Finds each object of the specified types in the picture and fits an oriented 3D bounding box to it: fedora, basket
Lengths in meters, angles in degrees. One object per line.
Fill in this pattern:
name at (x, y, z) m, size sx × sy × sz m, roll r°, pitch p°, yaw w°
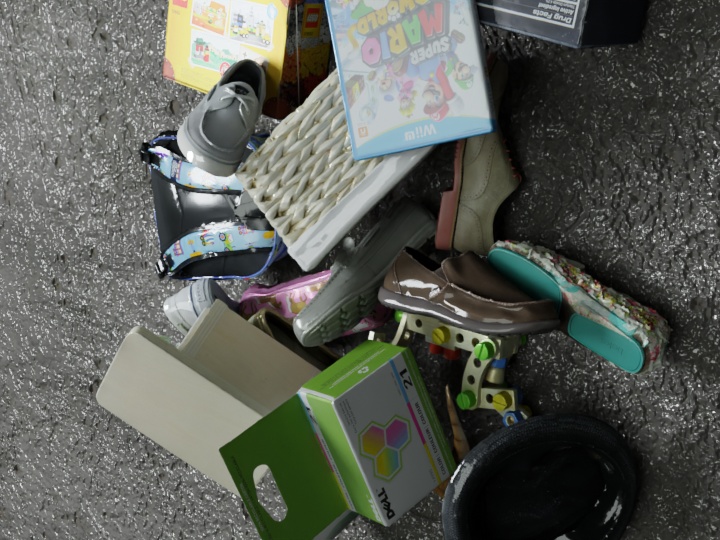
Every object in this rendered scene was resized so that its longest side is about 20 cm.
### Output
fedora at (0.168, 0.213, 1.051) m, size 0.092 × 0.196 × 0.205 m, roll -121°, pitch 33°, yaw -71°
basket at (-0.017, -0.118, 1.074) m, size 0.200 × 0.136 × 0.124 m, roll -44°, pitch 91°, yaw 12°

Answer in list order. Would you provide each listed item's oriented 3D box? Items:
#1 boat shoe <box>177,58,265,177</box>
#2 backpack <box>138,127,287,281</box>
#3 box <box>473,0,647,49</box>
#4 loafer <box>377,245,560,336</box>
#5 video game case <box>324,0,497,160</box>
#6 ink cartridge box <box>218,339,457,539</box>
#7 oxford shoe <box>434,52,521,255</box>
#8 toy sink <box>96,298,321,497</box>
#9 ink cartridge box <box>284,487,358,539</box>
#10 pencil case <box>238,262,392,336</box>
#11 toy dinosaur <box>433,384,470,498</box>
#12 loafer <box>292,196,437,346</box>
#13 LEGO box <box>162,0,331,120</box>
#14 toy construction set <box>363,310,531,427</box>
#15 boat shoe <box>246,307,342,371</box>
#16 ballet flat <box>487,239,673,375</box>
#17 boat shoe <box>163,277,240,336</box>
boat shoe at (-0.132, -0.162, 1.093) m, size 0.071 × 0.201 × 0.069 m, roll 31°, pitch 117°, yaw -6°
backpack at (-0.146, -0.081, 1.246) m, size 0.197 × 0.133 × 0.186 m, roll 0°, pitch 101°, yaw 40°
box at (0.158, -0.317, 0.944) m, size 0.198 × 0.122 × 0.202 m, roll 24°, pitch 114°, yaw 35°
loafer at (0.101, 0.017, 1.031) m, size 0.197 × 0.073 × 0.072 m, roll 13°, pitch 96°, yaw 34°
video game case at (0.039, -0.212, 0.959) m, size 0.141 × 0.018 × 0.204 m, roll -8°, pitch 95°, yaw 27°
ink cartridge box at (-0.018, 0.185, 1.046) m, size 0.075 × 0.199 × 0.150 m, roll 5°, pitch 123°, yaw 55°
oxford shoe at (0.128, -0.113, 1.069) m, size 0.073 × 0.071 × 0.204 m, roll 13°, pitch 110°, yaw 8°
toy sink at (-0.160, 0.123, 1.146) m, size 0.198 × 0.113 × 0.131 m, roll 33°, pitch 128°, yaw -4°
ink cartridge box at (-0.029, 0.260, 1.187) m, size 0.050 × 0.199 × 0.162 m, roll 41°, pitch 124°, yaw 10°
pencil case at (-0.055, 0.040, 1.234) m, size 0.198 × 0.082 × 0.088 m, roll -16°, pitch 88°, yaw 41°
toy dinosaur at (0.101, 0.212, 1.122) m, size 0.105 × 0.061 × 0.201 m, roll 27°, pitch 145°, yaw 4°
loafer at (0.000, 0.000, 1.122) m, size 0.070 × 0.199 × 0.070 m, roll 41°, pitch 159°, yaw 22°
LEGO box at (-0.131, -0.274, 1.225) m, size 0.198 × 0.077 × 0.152 m, roll 24°, pitch 115°, yaw 33°
toy construction set at (0.090, 0.087, 1.127) m, size 0.197 × 0.092 × 0.134 m, roll 9°, pitch 107°, yaw 26°
boat shoe at (-0.047, 0.115, 1.204) m, size 0.200 × 0.074 × 0.063 m, roll 40°, pitch 140°, yaw -11°
ballet flat at (0.211, 0.029, 1.023) m, size 0.199 × 0.063 × 0.076 m, roll 39°, pitch 140°, yaw 27°
boat shoe at (-0.173, 0.070, 1.280) m, size 0.066 × 0.201 × 0.075 m, roll -15°, pitch 54°, yaw 9°
